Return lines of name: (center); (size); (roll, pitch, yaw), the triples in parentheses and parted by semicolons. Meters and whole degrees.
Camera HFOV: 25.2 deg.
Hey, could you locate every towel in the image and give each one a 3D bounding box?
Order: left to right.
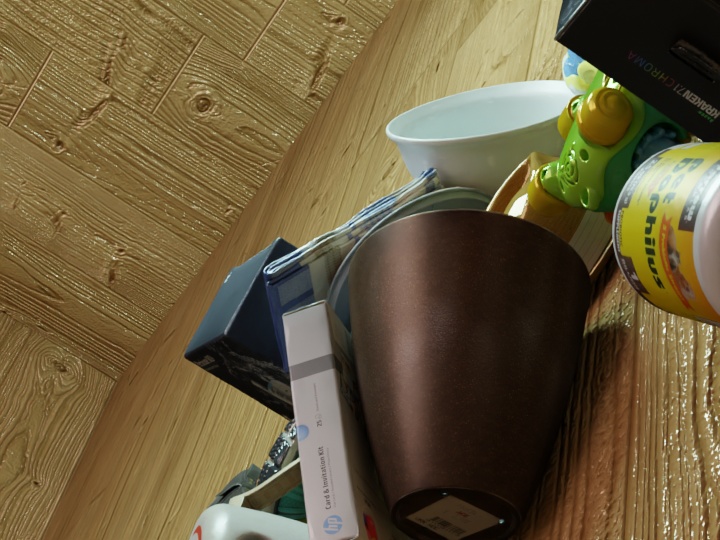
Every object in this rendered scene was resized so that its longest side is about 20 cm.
towel: (0.000, 0.000, 1.501); (0.199, 0.024, 0.147); (-32, -36, -18)

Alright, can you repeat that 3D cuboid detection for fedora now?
fedora: (0.154, -0.038, 1.352); (0.201, 0.082, 0.201); (-54, 11, 16)

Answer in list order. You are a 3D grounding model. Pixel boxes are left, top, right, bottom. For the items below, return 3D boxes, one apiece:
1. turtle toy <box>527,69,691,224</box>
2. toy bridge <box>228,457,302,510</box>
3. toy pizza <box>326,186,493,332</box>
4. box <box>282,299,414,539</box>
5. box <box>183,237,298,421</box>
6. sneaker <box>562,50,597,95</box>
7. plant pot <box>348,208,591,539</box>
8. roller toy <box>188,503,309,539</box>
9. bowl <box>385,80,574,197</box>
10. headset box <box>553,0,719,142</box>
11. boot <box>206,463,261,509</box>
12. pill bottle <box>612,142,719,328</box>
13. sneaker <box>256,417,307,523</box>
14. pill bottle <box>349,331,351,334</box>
turtle toy: (0.216, -0.119, 1.254); (0.201, 0.101, 0.146); (-62, 1, -31)
toy bridge: (-0.024, 0.173, 1.352); (0.199, 0.027, 0.067); (-22, 29, 26)
toy pizza: (0.049, -0.001, 1.499); (0.201, 0.199, 0.032); (-54, 51, 20)
box: (-0.003, 0.147, 1.203); (0.041, 0.156, 0.201); (-19, 52, 11)
box: (-0.053, 0.080, 1.638); (0.118, 0.199, 0.197); (-61, 11, -17)
sneaker: (0.222, -0.213, 1.457); (0.075, 0.106, 0.200); (-27, 16, -8)
plant pot: (0.074, 0.092, 1.174); (0.187, 0.186, 0.201); (-45, 31, 48)
roller toy: (-0.092, 0.286, 1.298); (0.200, 0.139, 0.184); (-118, 45, -76)
bowl: (0.129, -0.113, 1.553); (0.200, 0.091, 0.201); (-10, 17, 3)
headset box: (0.240, -0.191, 1.156); (0.093, 0.174, 0.201); (-49, 13, 37)
boot: (-0.172, 0.323, 1.876); (0.200, 0.069, 0.174); (-51, 8, -3)
pill bottle: (0.224, -0.018, 0.922); (0.110, 0.109, 0.200); (-58, 11, -2)
sneaker: (-0.059, 0.227, 1.444); (0.078, 0.079, 0.202); (-133, 53, -80)
pill bottle: (0.046, 0.073, 1.454); (0.200, 0.110, 0.111); (-53, 12, 20)
